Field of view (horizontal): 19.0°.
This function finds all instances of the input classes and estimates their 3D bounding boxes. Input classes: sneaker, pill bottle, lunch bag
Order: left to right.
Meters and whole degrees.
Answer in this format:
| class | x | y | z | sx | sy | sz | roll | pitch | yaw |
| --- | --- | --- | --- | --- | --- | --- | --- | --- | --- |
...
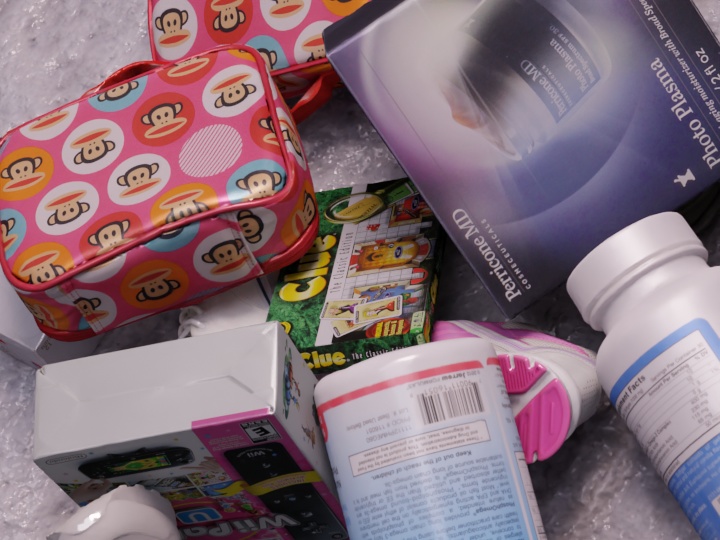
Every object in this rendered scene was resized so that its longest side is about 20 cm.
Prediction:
| class | x | y | z | sx | sy | sz | roll | pitch | yaw |
| --- | --- | --- | --- | --- | --- | --- | --- | --- | --- |
| lunch bag | -0.137 | -0.060 | 1.368 | 0.200 | 0.082 | 0.176 | -20 | 51 | 4 |
| sneaker | -0.120 | 0.195 | 1.245 | 0.076 | 0.200 | 0.081 | -29 | 56 | -4 |
| sneaker | -0.086 | 0.030 | 1.382 | 0.071 | 0.073 | 0.200 | -11 | 52 | -34 |
| lunch bag | -0.051 | -0.184 | 1.450 | 0.200 | 0.082 | 0.176 | -8 | 83 | 33 |
| pill bottle | 0.048 | 0.146 | 1.215 | 0.109 | 0.109 | 0.200 | -16 | 80 | 9 |
| sneaker | 0.069 | 0.070 | 1.326 | 0.200 | 0.088 | 0.081 | 13 | 106 | 40 |
| pill bottle | 0.206 | 0.068 | 1.240 | 0.112 | 0.112 | 0.200 | -31 | 68 | 0 |

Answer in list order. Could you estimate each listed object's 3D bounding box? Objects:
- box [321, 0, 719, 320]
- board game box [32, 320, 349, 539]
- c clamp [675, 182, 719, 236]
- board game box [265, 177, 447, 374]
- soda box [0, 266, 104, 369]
| class | x | y | z | sx | sy | sz | roll | pitch | yaw |
| --- | --- | --- | --- | --- | --- | --- | --- | --- | --- |
| box | 0.111 | -0.112 | 1.300 | 0.198 | 0.123 | 0.200 | -34 | 102 | 7 |
| board game box | -0.087 | 0.114 | 1.275 | 0.147 | 0.200 | 0.064 | -11 | 59 | 13 |
| c clamp | 0.177 | -0.107 | 1.407 | 0.171 | 0.027 | 0.200 | -43 | 59 | -7 |
| board game box | 0.000 | 0.000 | 1.353 | 0.105 | 0.023 | 0.200 | -11 | 29 | 13 |
| soda box | -0.178 | -0.027 | 1.458 | 0.068 | 0.064 | 0.200 | 25 | 74 | 26 |
